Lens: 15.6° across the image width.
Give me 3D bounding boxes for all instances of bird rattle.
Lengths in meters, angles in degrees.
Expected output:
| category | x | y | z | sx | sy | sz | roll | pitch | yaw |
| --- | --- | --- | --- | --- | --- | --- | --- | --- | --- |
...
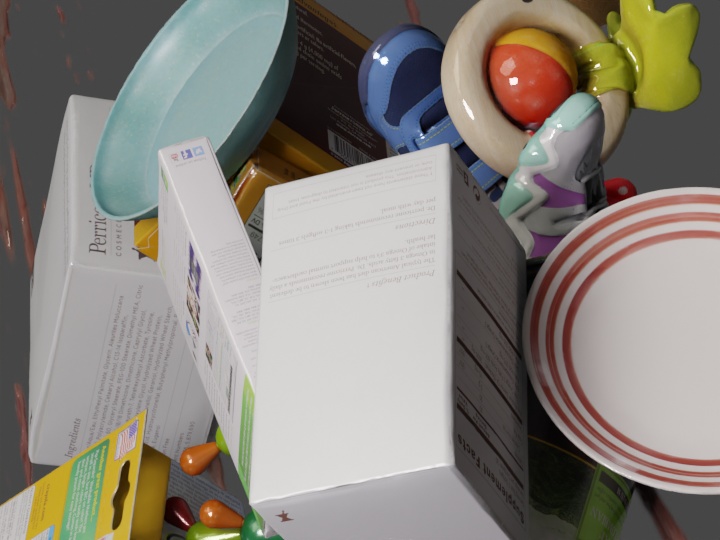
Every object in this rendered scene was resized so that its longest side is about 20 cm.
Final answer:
| category | x | y | z | sx | sy | sz | roll | pitch | yaw |
| --- | --- | --- | --- | --- | --- | --- | --- | --- | --- |
| bird rattle | 0.120 | -0.100 | 1.674 | 0.201 | 0.163 | 0.113 | -58 | 10 | -20 |

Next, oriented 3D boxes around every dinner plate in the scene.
| category | x | y | z | sx | sy | sz | roll | pitch | yaw |
| --- | --- | --- | --- | --- | --- | --- | --- | --- | --- |
| dinner plate | 0.188 | 0.040 | 1.450 | 0.024 | 0.199 | 0.201 | 87 | -170 | -54 |

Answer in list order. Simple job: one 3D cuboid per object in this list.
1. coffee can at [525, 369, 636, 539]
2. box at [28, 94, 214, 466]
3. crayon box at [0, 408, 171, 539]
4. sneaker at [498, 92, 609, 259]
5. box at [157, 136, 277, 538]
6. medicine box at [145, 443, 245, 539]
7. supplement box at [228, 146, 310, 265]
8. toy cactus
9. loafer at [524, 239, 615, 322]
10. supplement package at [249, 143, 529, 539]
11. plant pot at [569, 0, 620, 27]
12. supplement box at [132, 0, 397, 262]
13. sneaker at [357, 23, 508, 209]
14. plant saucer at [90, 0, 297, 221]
| category | x | y | z | sx | sy | sz | roll | pitch | yaw |
| --- | --- | --- | --- | --- | --- | --- | --- | --- | --- |
| coffee can | 0.069 | 0.165 | 1.496 | 0.146 | 0.146 | 0.201 | -12 | 53 | 52 |
| box | -0.169 | 0.013 | 1.946 | 0.200 | 0.130 | 0.201 | -97 | 19 | -48 |
| crayon box | -0.192 | 0.192 | 1.756 | 0.200 | 0.051 | 0.126 | -34 | 37 | 37 |
| sneaker | 0.146 | 0.003 | 1.564 | 0.078 | 0.139 | 0.201 | -39 | -29 | -53 |
| box | -0.074 | 0.041 | 1.565 | 0.145 | 0.036 | 0.201 | 99 | 152 | -62 |
| medicine box | -0.163 | 0.256 | 1.808 | 0.182 | 0.103 | 0.200 | -45 | 32 | 22 |
| supplement box | 0.000 | 0.000 | 1.693 | 0.069 | 0.199 | 0.067 | -56 | 10 | 10 |
| toy cactus | -0.027 | 0.147 | 1.729 | 0.200 | 0.102 | 0.165 | -35 | 56 | 2 |
| loafer | 0.059 | 0.017 | 1.543 | 0.199 | 0.072 | 0.063 | -2 | 90 | 25 |
| supplement package | 0.019 | 0.054 | 1.423 | 0.116 | 0.117 | 0.201 | -12 | 55 | 21 |
| plant pot | 0.119 | -0.296 | 1.806 | 0.186 | 0.200 | 0.187 | -37 | 35 | 31 |
| supplement box | -0.044 | -0.073 | 1.843 | 0.133 | 0.197 | 0.201 | -41 | 32 | 27 |
| sneaker | 0.065 | -0.074 | 1.702 | 0.074 | 0.200 | 0.082 | -38 | 36 | -11 |
| plant saucer | -0.101 | -0.111 | 1.723 | 0.200 | 0.036 | 0.201 | -38 | 32 | 30 |
